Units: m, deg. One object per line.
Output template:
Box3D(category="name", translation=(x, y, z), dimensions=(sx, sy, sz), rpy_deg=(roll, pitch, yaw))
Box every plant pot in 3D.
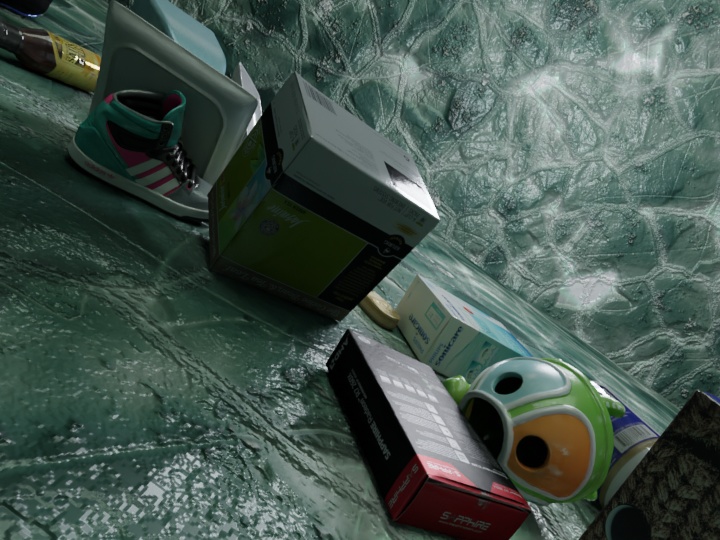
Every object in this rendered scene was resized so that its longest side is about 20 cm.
Box3D(category="plant pot", translation=(-0.404, -0.435, 1.180), dimensions=(0.193, 0.198, 0.201), rpy_deg=(18, 27, -52))

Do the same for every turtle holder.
Box3D(category="turtle holder", translation=(0.162, 0.149, 0.567), dimensions=(0.128, 0.144, 0.187), rpy_deg=(7, 33, -27))

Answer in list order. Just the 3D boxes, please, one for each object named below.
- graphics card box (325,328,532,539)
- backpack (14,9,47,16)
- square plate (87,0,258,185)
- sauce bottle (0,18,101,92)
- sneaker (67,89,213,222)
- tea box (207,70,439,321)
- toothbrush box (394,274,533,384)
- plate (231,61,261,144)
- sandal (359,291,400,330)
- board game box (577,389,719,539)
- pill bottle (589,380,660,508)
Box3D(category="graphics card box", translation=(0.050, 0.142, 0.494), dimensions=(0.123, 0.052, 0.201), rpy_deg=(27, 15, -30))
Box3D(category="backpack", translation=(-0.717, -0.639, 1.106), dimensions=(0.145, 0.186, 0.200), rpy_deg=(35, 7, 4))
Box3D(category="square plate", translation=(-0.249, -0.190, 0.691), dimensions=(0.195, 0.201, 0.029), rpy_deg=(31, 42, -12))
Box3D(category="sauce bottle", translation=(-0.486, -0.337, 0.856), dimensions=(0.065, 0.067, 0.199), rpy_deg=(36, 12, 16))
Box3D(category="sneaker", translation=(-0.226, -0.146, 0.652), dimensions=(0.197, 0.121, 0.085), rpy_deg=(24, 28, -38))
Box3D(category="tea box", translation=(-0.049, -0.074, 0.644), dimensions=(0.197, 0.197, 0.136), rpy_deg=(25, 32, -37))
Box3D(category="toothbrush box", translation=(0.162, 0.109, 0.847), dimensions=(0.196, 0.087, 0.147), rpy_deg=(28, 13, -24))
Box3D(category="plate", translation=(-0.208, -0.253, 1.022), dimensions=(0.031, 0.208, 0.200), rpy_deg=(-6, 1, 0))
Box3D(category="sandal", translation=(0.003, 0.001, 0.865), dimensions=(0.077, 0.071, 0.211), rpy_deg=(19, 19, -50))
Box3D(category="board game box", translation=(0.255, 0.219, 0.388), dimensions=(0.095, 0.204, 0.159), rpy_deg=(17, 18, -48))
Box3D(category="pill bottle", translation=(0.322, 0.225, 0.749), dimensions=(0.118, 0.122, 0.201), rpy_deg=(26, 14, -29))
